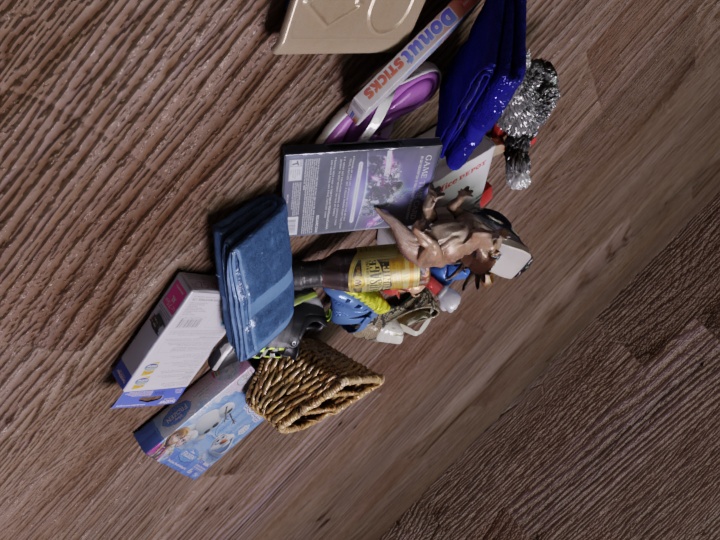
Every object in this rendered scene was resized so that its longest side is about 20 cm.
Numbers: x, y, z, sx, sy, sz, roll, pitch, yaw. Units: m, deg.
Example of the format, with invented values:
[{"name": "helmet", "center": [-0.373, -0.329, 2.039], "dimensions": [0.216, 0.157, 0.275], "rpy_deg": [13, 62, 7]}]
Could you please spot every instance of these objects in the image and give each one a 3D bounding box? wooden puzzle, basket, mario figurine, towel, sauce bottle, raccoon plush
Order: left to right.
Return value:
[{"name": "towel", "center": [-0.125, 0.012, 0.904], "dimensions": [0.111, 0.048, 0.204], "rpy_deg": [-40, 145, -36]}, {"name": "basket", "center": [-0.072, 0.199, 1.148], "dimensions": [0.146, 0.146, 0.200], "rpy_deg": [-64, 161, 1]}, {"name": "sauce bottle", "center": [0.000, 0.000, 1.025], "dimensions": [0.194, 0.068, 0.067], "rpy_deg": [-7, 148, -4]}, {"name": "wooden puzzle", "center": [0.009, -0.299, 0.694], "dimensions": [0.183, 0.047, 0.202], "rpy_deg": [-17, 149, -43]}, {"name": "mario figurine", "center": [0.123, 0.010, 1.195], "dimensions": [0.195, 0.109, 0.123], "rpy_deg": [-8, -175, 21]}, {"name": "towel", "center": [0.133, -0.228, 0.846], "dimensions": [0.048, 0.152, 0.200], "rpy_deg": [8, 159, -10]}, {"name": "raccoon plush", "center": [0.202, -0.217, 0.961], "dimensions": [0.095, 0.207, 0.132], "rpy_deg": [-8, 175, 38]}]

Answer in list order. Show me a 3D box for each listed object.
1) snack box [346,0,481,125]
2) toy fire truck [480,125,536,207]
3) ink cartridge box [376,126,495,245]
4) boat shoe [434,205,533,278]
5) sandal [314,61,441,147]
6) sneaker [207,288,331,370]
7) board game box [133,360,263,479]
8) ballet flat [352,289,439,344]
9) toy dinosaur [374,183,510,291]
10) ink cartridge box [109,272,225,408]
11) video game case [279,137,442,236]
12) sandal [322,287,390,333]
[{"name": "snack box", "center": [0.064, -0.246, 0.820], "dimensions": [0.200, 0.024, 0.072], "rpy_deg": [-46, -176, -6]}, {"name": "toy fire truck", "center": [0.212, -0.198, 1.134], "dimensions": [0.140, 0.049, 0.201], "rpy_deg": [-41, 154, -4]}, {"name": "ink cartridge box", "center": [0.107, -0.107, 1.075], "dimensions": [0.145, 0.086, 0.202], "rpy_deg": [-31, 150, -23]}, {"name": "boat shoe", "center": [0.160, -0.059, 1.062], "dimensions": [0.197, 0.094, 0.075], "rpy_deg": [25, 120, -32]}, {"name": "sandal", "center": [0.025, -0.182, 0.882], "dimensions": [0.201, 0.050, 0.083], "rpy_deg": [-39, 153, -6]}, {"name": "sneaker", "center": [-0.120, 0.094, 1.023], "dimensions": [0.198, 0.084, 0.072], "rpy_deg": [-34, 176, -29]}, {"name": "board game box", "center": [-0.231, 0.233, 1.151], "dimensions": [0.198, 0.043, 0.201], "rpy_deg": [-41, 155, -9]}, {"name": "ballet flat", "center": [0.077, 0.095, 1.352], "dimensions": [0.197, 0.076, 0.069], "rpy_deg": [-22, 149, -37]}, {"name": "toy dinosaur", "center": [0.112, -0.033, 0.950], "dimensions": [0.194, 0.088, 0.137], "rpy_deg": [1, 143, -9]}, {"name": "ink cartridge box", "center": [-0.236, 0.092, 0.933], "dimensions": [0.202, 0.042, 0.118], "rpy_deg": [-54, 154, 16]}, {"name": "video game case", "center": [-0.004, -0.102, 0.908], "dimensions": [0.194, 0.019, 0.145], "rpy_deg": [-7, 143, -15]}, {"name": "sandal", "center": [-0.017, 0.053, 1.156], "dimensions": [0.087, 0.080, 0.200], "rpy_deg": [-41, 153, 5]}]
